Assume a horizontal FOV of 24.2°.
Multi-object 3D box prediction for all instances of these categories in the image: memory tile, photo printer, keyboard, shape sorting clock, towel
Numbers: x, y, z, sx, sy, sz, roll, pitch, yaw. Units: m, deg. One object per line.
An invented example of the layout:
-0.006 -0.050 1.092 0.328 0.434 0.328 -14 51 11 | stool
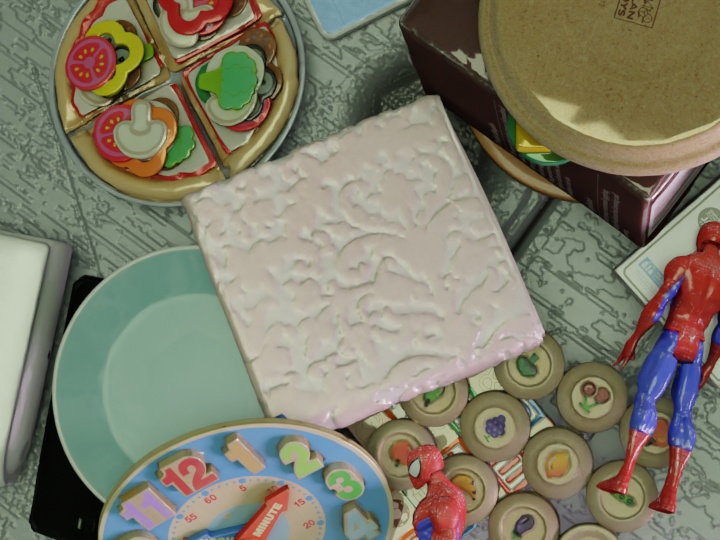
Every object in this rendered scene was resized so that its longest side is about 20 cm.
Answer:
0.116 0.121 1.168 0.200 0.017 0.153 29 92 6 | memory tile
-0.314 0.060 1.254 0.166 0.069 0.200 13 89 7 | photo printer
-0.185 0.109 1.263 0.104 0.040 0.200 11 90 30 | keyboard
-0.075 0.176 1.126 0.200 0.039 0.200 -4 125 -6 | shape sorting clock
0.000 0.000 1.148 0.200 0.032 0.191 -22 81 -7 | towel

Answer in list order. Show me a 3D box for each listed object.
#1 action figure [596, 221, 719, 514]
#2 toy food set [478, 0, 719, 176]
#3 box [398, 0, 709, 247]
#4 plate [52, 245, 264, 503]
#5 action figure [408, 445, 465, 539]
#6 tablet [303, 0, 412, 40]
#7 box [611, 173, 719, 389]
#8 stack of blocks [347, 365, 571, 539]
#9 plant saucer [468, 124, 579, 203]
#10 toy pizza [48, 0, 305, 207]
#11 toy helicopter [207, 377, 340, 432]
0.212 0.060 1.134 0.065 0.052 0.200 21 80 -8 | action figure
0.165 -0.153 1.006 0.198 0.049 0.200 1 81 8 | toy food set
0.158 -0.147 1.115 0.200 0.166 0.164 37 88 12 | box
-0.115 0.083 1.172 0.200 0.026 0.201 -1 84 6 | plate
0.056 0.217 1.128 0.052 0.065 0.200 -5 90 10 | action figure
-0.012 -0.287 1.259 0.130 0.014 0.200 -26 86 5 | tablet
0.290 -0.024 1.190 0.200 0.060 0.117 -40 84 4 | box
0.040 0.145 1.213 0.200 0.059 0.115 -41 85 3 | stack of blocks
0.169 -0.149 1.223 0.200 0.032 0.201 0 89 7 | plant saucer
-0.140 -0.147 1.245 0.200 0.032 0.201 -2 80 11 | toy pizza
-0.050 0.030 1.223 0.132 0.079 0.200 -10 82 6 | toy helicopter
